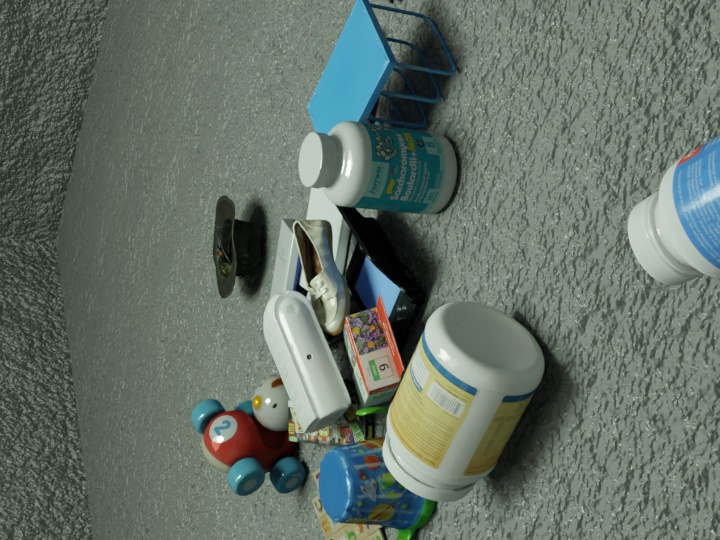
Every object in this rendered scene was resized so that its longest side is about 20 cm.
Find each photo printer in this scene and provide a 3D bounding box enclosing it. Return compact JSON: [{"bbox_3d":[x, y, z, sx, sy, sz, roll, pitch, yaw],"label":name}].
[{"bbox_3d":[-0.086,0.132,1.349,0.167,0.069,0.202,116,132,-69],"label":"photo printer"}]

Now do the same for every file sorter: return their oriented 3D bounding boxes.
[{"bbox_3d":[0.028,-0.250,1.273,0.201,0.121,0.140,-58,40,41],"label":"file sorter"}]

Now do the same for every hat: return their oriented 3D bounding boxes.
[{"bbox_3d":[-0.238,-0.045,1.791,0.200,0.080,0.204,179,90,-69],"label":"hat"}]

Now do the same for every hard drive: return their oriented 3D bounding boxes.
[{"bbox_3d":[-0.136,0.019,1.623,0.132,0.025,0.203,-132,50,-70],"label":"hard drive"},{"bbox_3d":[-0.058,-0.060,1.514,0.132,0.026,0.203,30,113,59],"label":"hard drive"}]

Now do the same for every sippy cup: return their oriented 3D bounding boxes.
[{"bbox_3d":[0.016,0.289,1.238,0.140,0.129,0.179,-59,40,42],"label":"sippy cup"}]

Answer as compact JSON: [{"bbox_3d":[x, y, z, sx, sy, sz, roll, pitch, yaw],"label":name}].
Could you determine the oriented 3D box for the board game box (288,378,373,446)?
[{"bbox_3d":[-0.050,0.224,1.438,0.199,0.023,0.107,-8,80,50],"label":"board game box"}]

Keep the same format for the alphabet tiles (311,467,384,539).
[{"bbox_3d":[-0.019,0.369,1.392,0.200,0.006,0.168,-50,56,49],"label":"alphabet tiles"}]

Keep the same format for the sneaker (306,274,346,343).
[{"bbox_3d":[-0.070,0.093,1.444,0.201,0.074,0.083,110,158,-49],"label":"sneaker"}]

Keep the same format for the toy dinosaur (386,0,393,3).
[{"bbox_3d":[0.025,-0.476,1.341,0.199,0.102,0.137,33,135,34],"label":"toy dinosaur"}]

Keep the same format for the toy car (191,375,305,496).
[{"bbox_3d":[-0.165,0.247,1.556,0.184,0.175,0.202,45,114,40],"label":"toy car"}]

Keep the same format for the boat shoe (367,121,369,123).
[{"bbox_3d":[-0.019,-0.272,1.410,0.067,0.073,0.203,25,110,57],"label":"boat shoe"}]

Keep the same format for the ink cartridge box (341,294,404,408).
[{"bbox_3d":[0.014,0.116,1.248,0.200,0.050,0.110,100,153,-72],"label":"ink cartridge box"}]

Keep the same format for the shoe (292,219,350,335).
[{"bbox_3d":[-0.063,0.007,1.348,0.070,0.053,0.202,-42,47,36],"label":"shoe"}]

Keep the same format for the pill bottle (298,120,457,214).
[{"bbox_3d":[0.021,-0.136,1.195,0.110,0.197,0.113,-7,81,61],"label":"pill bottle"}]

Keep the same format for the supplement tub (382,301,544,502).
[{"bbox_3d":[0.114,0.154,1.056,0.145,0.143,0.202,58,136,46],"label":"supplement tub"}]

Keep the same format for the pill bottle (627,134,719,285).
[{"bbox_3d":[0.316,-0.060,0.737,0.200,0.111,0.114,-37,56,53],"label":"pill bottle"}]

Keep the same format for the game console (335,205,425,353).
[{"bbox_3d":[0.000,0.000,1.309,0.201,0.115,0.178,59,137,46],"label":"game console"}]
